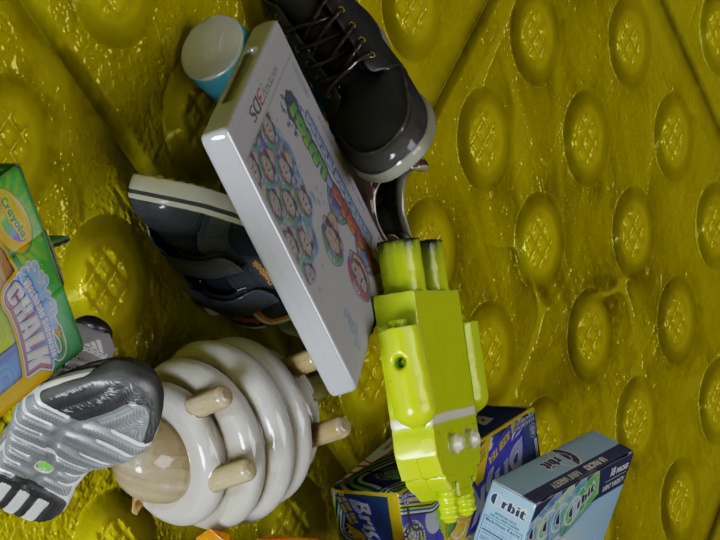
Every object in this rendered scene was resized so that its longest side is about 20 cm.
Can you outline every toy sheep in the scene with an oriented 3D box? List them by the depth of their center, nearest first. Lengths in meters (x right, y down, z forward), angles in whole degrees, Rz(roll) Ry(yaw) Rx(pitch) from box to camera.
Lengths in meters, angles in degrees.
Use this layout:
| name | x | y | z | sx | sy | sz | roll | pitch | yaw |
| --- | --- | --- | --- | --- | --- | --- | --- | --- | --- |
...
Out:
| name | x | y | z | sx | sy | sz | roll | pitch | yaw |
| --- | --- | --- | --- | --- | --- | --- | --- | --- | --- |
| toy sheep | -0.086 | 0.106 | 1.398 | 0.199 | 0.137 | 0.139 | -14 | 102 | -45 |

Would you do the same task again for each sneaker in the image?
| name | x | y | z | sx | sy | sz | roll | pitch | yaw |
| --- | --- | --- | --- | --- | --- | --- | --- | --- | --- |
| sneaker | -0.167 | 0.065 | 1.256 | 0.075 | 0.200 | 0.116 | 29 | 53 | -19 |
| sneaker | -0.087 | -0.007 | 1.444 | 0.199 | 0.078 | 0.080 | 23 | 82 | -46 |
| sneaker | -0.017 | -0.146 | 1.494 | 0.106 | 0.075 | 0.200 | 46 | 11 | -37 |
| sneaker | 0.000 | 0.000 | 1.548 | 0.070 | 0.075 | 0.201 | -7 | 106 | -60 |

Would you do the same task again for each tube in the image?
| name | x | y | z | sx | sy | sz | roll | pitch | yaw |
| --- | --- | --- | --- | --- | --- | --- | --- | --- | --- |
| tube | -0.058 | -0.117 | 1.516 | 0.200 | 0.050 | 0.078 | 39 | 62 | -55 |

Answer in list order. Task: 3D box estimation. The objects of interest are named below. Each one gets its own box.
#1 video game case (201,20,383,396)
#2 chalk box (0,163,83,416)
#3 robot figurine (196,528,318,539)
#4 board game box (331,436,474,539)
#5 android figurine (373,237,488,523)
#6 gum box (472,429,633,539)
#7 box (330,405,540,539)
| name | x | y | z | sx | sy | sz | roll | pitch | yaw |
| --- | --- | --- | --- | --- | --- | --- | --- | --- | --- |
| video game case | -0.038 | -0.045 | 1.401 | 0.182 | 0.024 | 0.201 | -74 | 143 | -60 |
| chalk box | -0.247 | 0.015 | 1.174 | 0.200 | 0.124 | 0.124 | -44 | 125 | -47 |
| robot figurine | -0.063 | 0.225 | 1.445 | 0.200 | 0.145 | 0.058 | 16 | 46 | -55 |
| board game box | 0.055 | 0.229 | 1.677 | 0.151 | 0.046 | 0.201 | -36 | 119 | -49 |
| android figurine | 0.051 | 0.077 | 1.481 | 0.182 | 0.041 | 0.201 | 7 | 73 | -73 |
| gum box | 0.131 | 0.239 | 1.644 | 0.170 | 0.044 | 0.201 | -17 | 129 | -55 |
| box | 0.062 | 0.164 | 1.592 | 0.200 | 0.064 | 0.071 | -26 | 111 | -52 |
